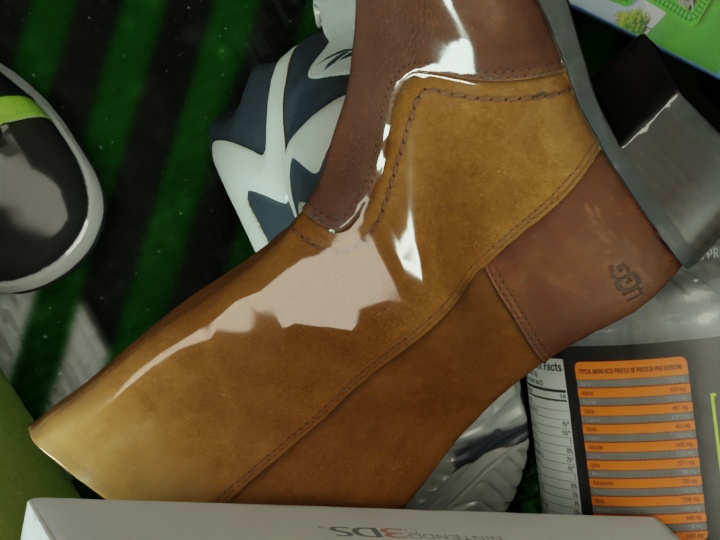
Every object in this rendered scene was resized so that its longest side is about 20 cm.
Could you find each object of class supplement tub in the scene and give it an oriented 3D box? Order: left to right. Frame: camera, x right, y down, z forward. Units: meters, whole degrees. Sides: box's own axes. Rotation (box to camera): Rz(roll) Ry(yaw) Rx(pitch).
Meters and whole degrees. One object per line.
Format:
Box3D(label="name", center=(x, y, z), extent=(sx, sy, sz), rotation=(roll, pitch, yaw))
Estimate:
Box3D(label="supplement tub", center=(0.116, 0.064, 0.936), extent=(0.122, 0.123, 0.201), rotation=(-6, 96, 4))

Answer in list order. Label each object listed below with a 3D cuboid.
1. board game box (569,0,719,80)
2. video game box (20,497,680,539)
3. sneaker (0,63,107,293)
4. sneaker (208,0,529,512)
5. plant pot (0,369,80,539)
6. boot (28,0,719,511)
Box3D(label="board game box", center=(0.083, -0.156, 0.919), extent=(0.199, 0.037, 0.152), rotation=(29, 98, 29))
Box3D(label="video game box", center=(-0.012, 0.156, 0.853), extent=(0.199, 0.047, 0.183), rotation=(4, 111, -25))
Box3D(label="sneaker", center=(-0.171, -0.060, 0.962), extent=(0.200, 0.083, 0.072), rotation=(38, 97, -1))
Box3D(label="sneaker", center=(0.000, 0.000, 0.966), extent=(0.079, 0.130, 0.200), rotation=(-13, 133, -4))
Box3D(label="plant pot", center=(-0.175, 0.071, 0.939), extent=(0.200, 0.187, 0.187), rotation=(41, 97, -23))
Box3D(label="boot", center=(-0.017, -0.020, 0.835), extent=(0.200, 0.069, 0.188), rotation=(-42, 117, 12))
